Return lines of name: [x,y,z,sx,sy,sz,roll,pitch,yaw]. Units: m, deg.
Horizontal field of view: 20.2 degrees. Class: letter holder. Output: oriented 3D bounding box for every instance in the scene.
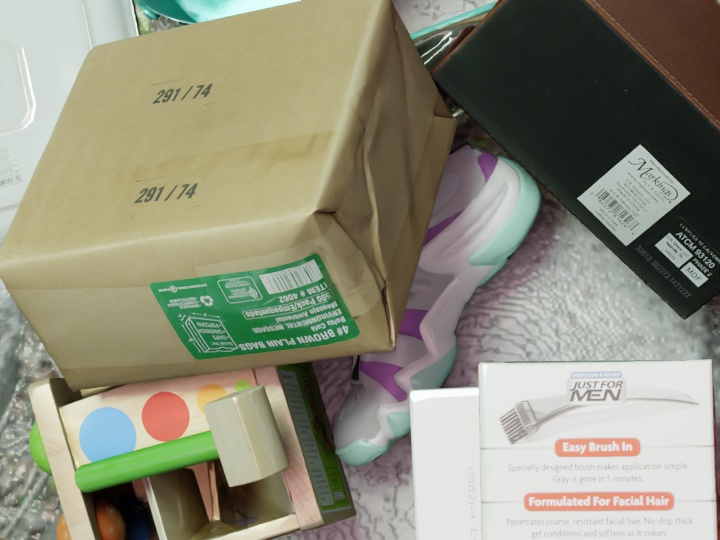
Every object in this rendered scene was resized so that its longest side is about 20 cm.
letter holder: [0.160,-0.099,1.149,0.200,0.142,0.101,43,124,-6]

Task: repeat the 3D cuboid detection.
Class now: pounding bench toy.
pounding bench toy: [-0.107,0.104,1.126,0.156,0.200,0.125,-18,83,6]

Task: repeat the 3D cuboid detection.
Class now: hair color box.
hair color box: [0.114,0.143,0.952,0.111,0.064,0.201,-1,85,10]

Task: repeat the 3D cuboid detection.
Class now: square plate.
square plate: [-0.230,-0.110,1.260,0.199,0.028,0.199,-14,81,8]

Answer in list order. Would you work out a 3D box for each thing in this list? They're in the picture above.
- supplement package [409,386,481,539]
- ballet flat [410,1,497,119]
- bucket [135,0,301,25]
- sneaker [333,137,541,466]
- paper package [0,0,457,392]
supplement package: [0.115,0.139,1.086,0.150,0.200,0.152,-3,84,9]
ballet flat: [0.004,-0.104,1.202,0.199,0.068,0.069,-14,91,8]
bucket: [-0.060,-0.228,1.189,0.206,0.135,0.208,-1,83,9]
sneaker: [0.000,0.000,1.168,0.140,0.078,0.200,31,80,-10]
paper package: [-0.069,-0.042,1.074,0.199,0.104,0.191,-8,43,26]
